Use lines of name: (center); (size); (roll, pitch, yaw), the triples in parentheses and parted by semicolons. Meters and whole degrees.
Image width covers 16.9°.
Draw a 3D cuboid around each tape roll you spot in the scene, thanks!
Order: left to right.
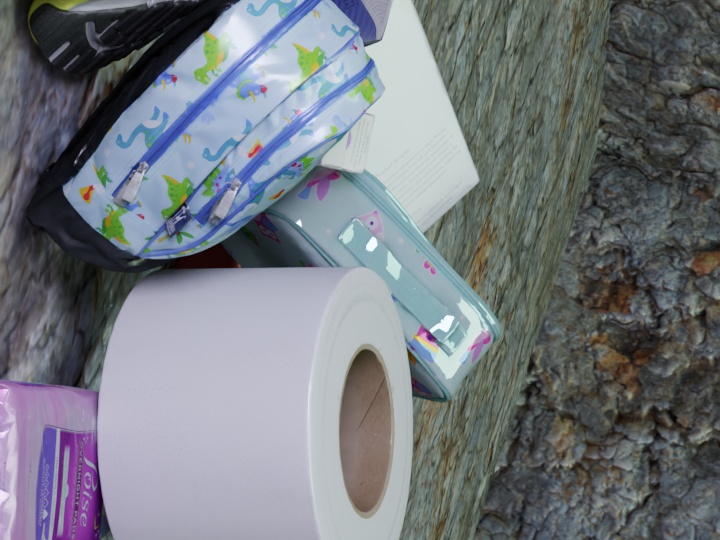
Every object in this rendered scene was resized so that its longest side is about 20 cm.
tape roll: (-0.060, 0.098, 1.501); (0.203, 0.138, 0.204); (0, 90, -71)

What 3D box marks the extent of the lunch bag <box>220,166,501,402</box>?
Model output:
lunch bag: (0.000, 0.000, 1.620); (0.077, 0.200, 0.160); (-51, -157, -17)

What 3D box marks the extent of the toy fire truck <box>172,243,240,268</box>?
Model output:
toy fire truck: (-0.056, 0.002, 1.767); (0.129, 0.175, 0.201); (37, 62, -77)

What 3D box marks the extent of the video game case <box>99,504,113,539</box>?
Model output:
video game case: (-0.153, 0.183, 1.576); (0.143, 0.018, 0.201); (-34, 128, -28)

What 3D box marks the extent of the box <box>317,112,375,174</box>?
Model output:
box: (-0.071, -0.097, 1.562); (0.039, 0.199, 0.042); (11, 93, -42)

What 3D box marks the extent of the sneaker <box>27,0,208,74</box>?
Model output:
sneaker: (-0.140, -0.182, 1.444); (0.078, 0.091, 0.200); (-33, 179, 35)

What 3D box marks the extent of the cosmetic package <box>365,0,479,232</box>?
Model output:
cosmetic package: (0.006, -0.119, 1.773); (0.102, 0.074, 0.201); (-42, 128, -25)

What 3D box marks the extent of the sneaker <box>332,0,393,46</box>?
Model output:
sneaker: (-0.011, -0.238, 1.534); (0.115, 0.080, 0.201); (-35, 121, -79)

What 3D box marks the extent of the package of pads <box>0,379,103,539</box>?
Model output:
package of pads: (-0.205, 0.123, 1.383); (0.200, 0.075, 0.121); (25, 71, -79)

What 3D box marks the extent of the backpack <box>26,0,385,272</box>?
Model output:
backpack: (-0.082, -0.092, 1.436); (0.201, 0.153, 0.163); (-59, 170, 27)
